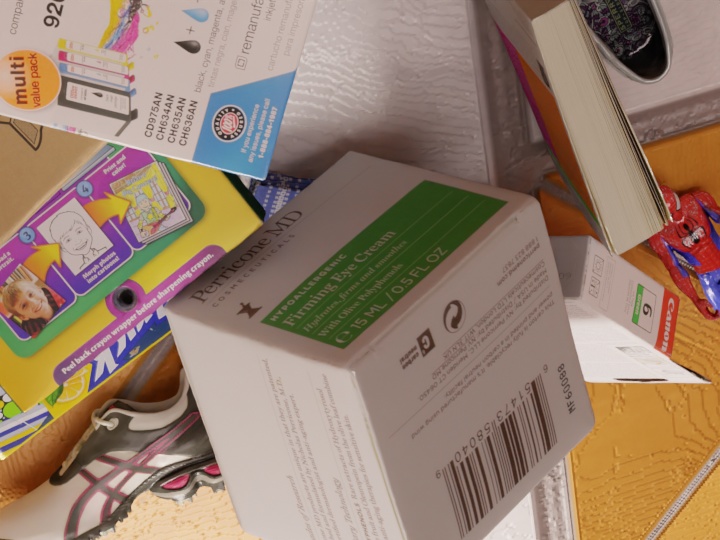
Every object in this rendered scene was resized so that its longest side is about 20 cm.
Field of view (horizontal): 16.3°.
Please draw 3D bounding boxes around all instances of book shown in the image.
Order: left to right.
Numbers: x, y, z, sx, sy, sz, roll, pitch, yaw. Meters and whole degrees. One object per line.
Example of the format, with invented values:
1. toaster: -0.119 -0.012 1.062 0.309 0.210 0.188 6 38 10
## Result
1. book: 0.130 -0.123 1.666 0.048 0.134 0.200 -30 128 -3

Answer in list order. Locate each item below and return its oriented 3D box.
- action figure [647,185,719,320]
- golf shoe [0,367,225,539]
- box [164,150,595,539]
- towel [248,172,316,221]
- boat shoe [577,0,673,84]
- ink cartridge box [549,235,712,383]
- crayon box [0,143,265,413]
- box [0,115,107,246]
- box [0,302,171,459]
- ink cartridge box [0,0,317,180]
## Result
1. action figure: 0.275 0.013 1.834 0.065 0.099 0.200 -40 124 6
2. golf shoe: -0.181 0.137 1.766 0.199 0.077 0.088 -24 107 -8
3. box: 0.017 0.064 1.646 0.199 0.171 0.200 -41 129 -33
4. towel: 0.000 0.000 1.769 0.199 0.024 0.145 5 121 -22
5. boat shoe: 0.156 -0.204 1.661 0.070 0.072 0.201 -35 127 3
6. ink cartridge box: 0.162 0.030 1.784 0.200 0.109 0.051 29 66 -50
7. crayon box: -0.191 -0.039 1.603 0.200 0.058 0.173 -38 98 5
8. box: -0.228 -0.122 1.548 0.200 0.021 0.164 -43 96 7
9. box: -0.189 0.033 1.688 0.200 0.064 0.070 -37 126 5
10. ink cartridge box: -0.131 -0.166 1.437 0.199 0.145 0.148 14 117 -8
